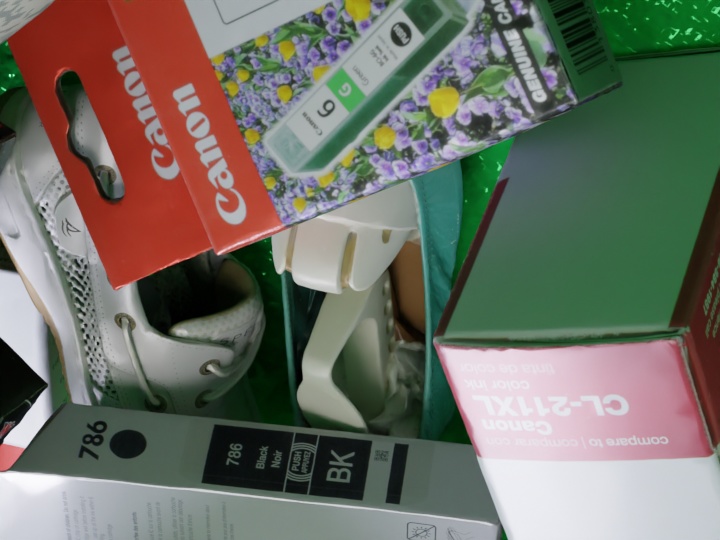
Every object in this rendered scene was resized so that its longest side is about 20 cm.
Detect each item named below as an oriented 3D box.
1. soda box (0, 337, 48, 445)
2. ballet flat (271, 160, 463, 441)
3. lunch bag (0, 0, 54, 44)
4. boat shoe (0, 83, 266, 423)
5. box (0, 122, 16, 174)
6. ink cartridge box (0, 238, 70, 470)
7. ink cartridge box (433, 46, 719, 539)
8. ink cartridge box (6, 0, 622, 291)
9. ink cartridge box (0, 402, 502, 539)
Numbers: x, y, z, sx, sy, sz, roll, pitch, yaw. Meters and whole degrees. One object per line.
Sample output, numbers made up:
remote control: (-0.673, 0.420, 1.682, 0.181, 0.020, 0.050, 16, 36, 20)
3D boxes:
soda box: (-0.202, -0.001, 0.860, 0.200, 0.071, 0.063, 44, 120, 4)
ballet flat: (0.000, 0.000, 0.904, 0.067, 0.071, 0.201, 6, 131, 16)
lunch bag: (-0.150, -0.122, 0.787, 0.139, 0.168, 0.200, 42, 131, -17)
boat shoe: (-0.067, 0.021, 0.946, 0.069, 0.071, 0.200, -7, 125, 28)
box: (-0.231, -0.039, 0.923, 0.200, 0.040, 0.137, 32, 118, 10)
ink cartridge box: (-0.206, 0.036, 1.031, 0.199, 0.044, 0.174, 11, 131, 11)
ink cartridge box: (0.105, 0.051, 0.857, 0.082, 0.146, 0.200, -3, 128, 24)
ink cartridge box: (-0.030, -0.069, 0.830, 0.199, 0.050, 0.109, -22, 93, 26)
ink cartridge box: (-0.048, 0.096, 0.937, 0.199, 0.039, 0.100, 5, 138, 3)
